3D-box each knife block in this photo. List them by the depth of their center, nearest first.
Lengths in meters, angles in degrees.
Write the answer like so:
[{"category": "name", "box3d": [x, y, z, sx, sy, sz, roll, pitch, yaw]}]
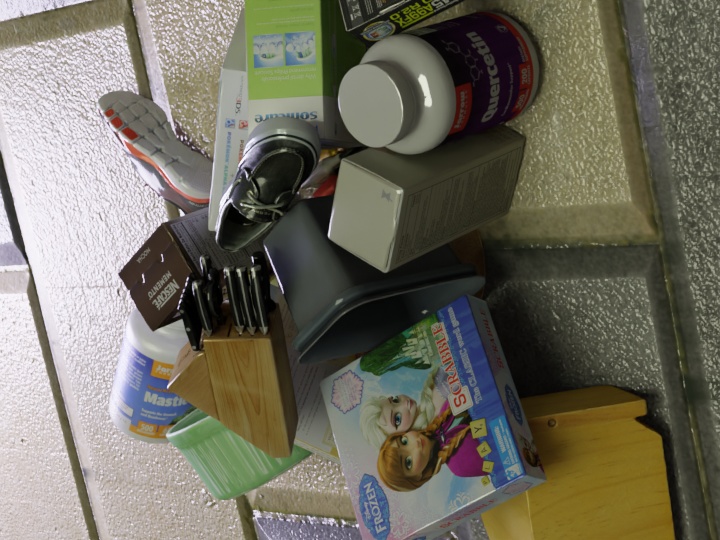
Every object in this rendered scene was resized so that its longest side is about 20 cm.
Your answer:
[{"category": "knife block", "box3d": [-0.102, 0.075, 1.563, 0.200, 0.064, 0.176, 36, 122, -17]}]

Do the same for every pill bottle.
[{"category": "pill bottle", "box3d": [0.073, -0.175, 1.480, 0.112, 0.200, 0.113, 17, 118, 36]}, {"category": "pill bottle", "box3d": [-0.239, 0.105, 1.931, 0.112, 0.112, 0.200, 36, 128, 26]}]

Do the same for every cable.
[{"category": "cable", "box3d": [-0.004, -0.126, 1.655, 0.200, 0.050, 0.097, -50, 29, 46]}]

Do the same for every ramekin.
[{"category": "ramekin", "box3d": [-0.112, 0.176, 1.792, 0.200, 0.200, 0.098, -27, 95, 44]}]

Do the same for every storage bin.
[{"category": "storage bin", "box3d": [0.000, 0.000, 1.582, 0.146, 0.200, 0.135, -46, 64, 43]}]

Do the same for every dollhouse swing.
[{"category": "dollhouse swing", "box3d": [0.212, 0.214, 1.623, 0.181, 0.176, 0.201, -10, 102, 1]}]

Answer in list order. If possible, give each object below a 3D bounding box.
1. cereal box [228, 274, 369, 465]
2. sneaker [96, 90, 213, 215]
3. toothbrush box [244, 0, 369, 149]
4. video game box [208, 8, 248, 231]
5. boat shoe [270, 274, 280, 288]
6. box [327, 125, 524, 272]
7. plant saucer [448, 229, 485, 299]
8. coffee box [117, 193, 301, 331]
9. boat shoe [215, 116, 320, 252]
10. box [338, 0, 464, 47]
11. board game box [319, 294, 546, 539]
[{"category": "cereal box", "box3d": [-0.066, 0.110, 1.692, 0.200, 0.144, 0.040, 27, 162, -19]}, {"category": "sneaker", "box3d": [-0.251, -0.132, 1.879, 0.200, 0.077, 0.082, 46, 137, 20]}, {"category": "toothbrush box", "box3d": [-0.050, -0.224, 1.568, 0.086, 0.146, 0.201, -3, 91, 20]}, {"category": "video game box", "box3d": [-0.126, -0.163, 1.681, 0.047, 0.200, 0.183, 5, 117, -1]}, {"category": "boat shoe", "box3d": [-0.061, 0.012, 1.732, 0.063, 0.073, 0.201, 69, 154, 22]}, {"category": "box", "box3d": [0.066, -0.080, 1.523, 0.078, 0.200, 0.095, 30, 124, 30]}, {"category": "plant saucer", "box3d": [0.043, -0.014, 1.685, 0.200, 0.035, 0.201, 16, 116, 36]}, {"category": "coffee box", "box3d": [-0.155, -0.018, 1.746, 0.080, 0.200, 0.113, 57, 134, 9]}, {"category": "boat shoe", "box3d": [-0.090, -0.076, 1.522, 0.200, 0.072, 0.071, 127, 155, -58]}, {"category": "box", "box3d": [0.043, -0.330, 1.469, 0.160, 0.044, 0.200, -24, 65, 22]}, {"category": "board game box", "box3d": [0.066, 0.157, 1.557, 0.199, 0.041, 0.200, -33, 58, 27]}]
